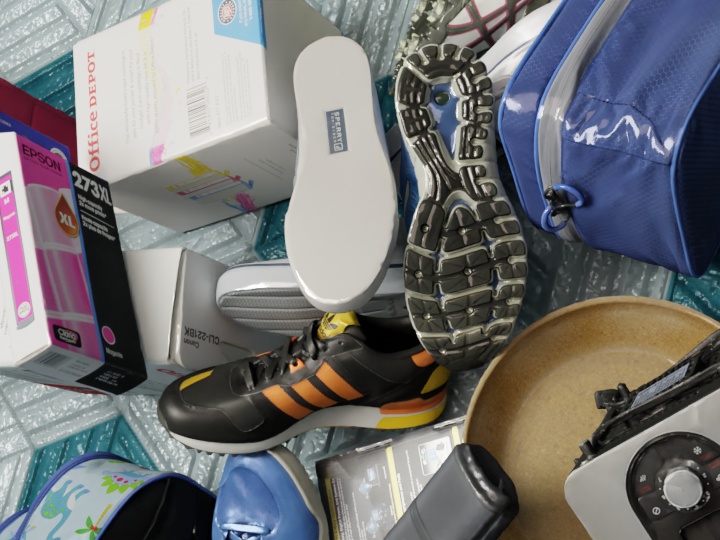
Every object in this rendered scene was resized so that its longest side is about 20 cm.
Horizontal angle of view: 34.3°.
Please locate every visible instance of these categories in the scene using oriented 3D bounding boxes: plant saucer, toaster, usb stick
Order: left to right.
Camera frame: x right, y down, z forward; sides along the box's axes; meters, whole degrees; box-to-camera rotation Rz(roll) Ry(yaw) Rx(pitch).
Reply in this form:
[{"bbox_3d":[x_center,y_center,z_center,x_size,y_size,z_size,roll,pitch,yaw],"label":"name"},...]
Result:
[{"bbox_3d":[0.027,0.183,0.696,0.056,0.032,0.201,54,125,33],"label":"usb stick"},{"bbox_3d":[0.159,0.116,0.696,0.198,0.035,0.202,-3,70,8],"label":"plant saucer"},{"bbox_3d":[0.207,0.083,0.566,0.180,0.200,0.119,-33,84,18],"label":"toaster"}]

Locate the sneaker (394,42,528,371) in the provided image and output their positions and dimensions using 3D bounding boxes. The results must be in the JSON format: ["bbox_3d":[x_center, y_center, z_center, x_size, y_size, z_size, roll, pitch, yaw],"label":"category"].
[{"bbox_3d":[0.063,-0.037,0.743,0.078,0.089,0.202,-3,83,4],"label":"sneaker"}]

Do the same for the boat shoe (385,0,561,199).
[{"bbox_3d":[0.102,-0.109,0.802,0.200,0.073,0.066,-38,64,28],"label":"boat shoe"}]

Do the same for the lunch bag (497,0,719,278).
[{"bbox_3d":[0.167,-0.099,0.695,0.132,0.136,0.200,22,63,34],"label":"lunch bag"}]

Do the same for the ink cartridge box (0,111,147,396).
[{"bbox_3d":[-0.197,-0.022,0.762,0.037,0.095,0.201,-29,62,18],"label":"ink cartridge box"}]

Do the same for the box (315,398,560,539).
[{"bbox_3d":[0.062,0.201,0.750,0.160,0.049,0.202,-21,67,22],"label":"box"}]

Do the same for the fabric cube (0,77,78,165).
[{"bbox_3d":[-0.350,-0.039,0.965,0.195,0.200,0.201,-5,73,30],"label":"fabric cube"}]

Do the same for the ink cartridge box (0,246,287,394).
[{"bbox_3d":[-0.171,0.043,0.869,0.198,0.144,0.085,-2,75,29],"label":"ink cartridge box"}]

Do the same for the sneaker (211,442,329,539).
[{"bbox_3d":[-0.076,0.216,0.750,0.076,0.111,0.202,3,102,28],"label":"sneaker"}]

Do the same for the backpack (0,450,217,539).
[{"bbox_3d":[-0.179,0.231,0.798,0.146,0.183,0.201,8,60,37],"label":"backpack"}]

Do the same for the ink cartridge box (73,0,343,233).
[{"bbox_3d":[-0.122,-0.121,0.895,0.199,0.125,0.130,-16,69,27],"label":"ink cartridge box"}]

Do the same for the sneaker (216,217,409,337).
[{"bbox_3d":[0.000,0.000,0.807,0.198,0.073,0.071,-2,56,-2],"label":"sneaker"}]

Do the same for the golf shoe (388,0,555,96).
[{"bbox_3d":[0.093,-0.181,0.814,0.200,0.088,0.078,-47,21,38],"label":"golf shoe"}]

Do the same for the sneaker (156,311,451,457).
[{"bbox_3d":[-0.034,0.060,0.760,0.070,0.198,0.091,-115,26,-51],"label":"sneaker"}]

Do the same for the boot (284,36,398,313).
[{"bbox_3d":[-0.007,-0.049,0.764,0.072,0.091,0.202,-4,60,8],"label":"boot"}]
